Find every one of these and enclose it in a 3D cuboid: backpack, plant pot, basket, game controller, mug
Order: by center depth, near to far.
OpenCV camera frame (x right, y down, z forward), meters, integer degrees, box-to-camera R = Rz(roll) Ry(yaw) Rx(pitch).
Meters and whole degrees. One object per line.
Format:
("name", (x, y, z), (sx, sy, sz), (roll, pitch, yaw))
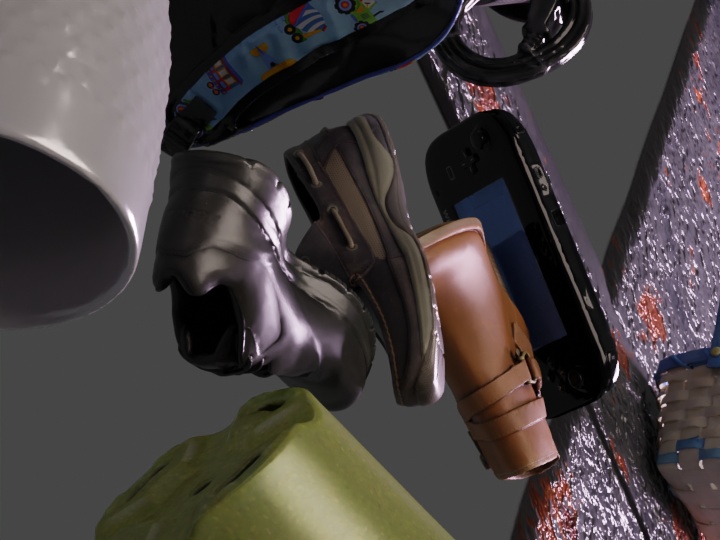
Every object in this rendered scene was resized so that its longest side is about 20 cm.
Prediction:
("mug", (-0.154, -0.074, 1.128), (0.200, 0.147, 0.176), (105, -6, -56))
("plant pot", (-0.024, 0.163, 1.219), (0.184, 0.200, 0.200), (53, 26, -12))
("backpack", (-0.043, -0.179, 1.392), (0.183, 0.199, 0.135), (61, 24, -23))
("game controller", (0.103, -0.003, 1.729), (0.042, 0.104, 0.201), (-17, 83, -41))
("basket", (0.313, 0.111, 2.095), (0.176, 0.139, 0.201), (51, 39, -39))

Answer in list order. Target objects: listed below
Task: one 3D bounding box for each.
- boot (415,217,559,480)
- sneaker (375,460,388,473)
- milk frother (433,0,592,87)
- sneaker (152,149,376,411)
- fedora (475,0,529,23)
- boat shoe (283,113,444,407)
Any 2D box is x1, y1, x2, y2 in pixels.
("boot", (0.070, 0.053, 1.639), (0.200, 0.073, 0.155), (11, 58, -69))
("sneaker", (-0.008, 0.141, 1.379), (0.200, 0.084, 0.075), (34, 43, -57))
("milk frother", (0.032, -0.211, 1.556), (0.188, 0.199, 0.181), (60, 32, -72))
("sneaker", (-0.058, 0.024, 1.388), (0.200, 0.076, 0.091), (53, 47, -46))
("fedora", (0.087, -0.265, 1.874), (0.090, 0.177, 0.201), (-18, 90, -39))
("boat shoe", (0.000, 0.000, 1.512), (0.075, 0.073, 0.200), (77, -2, -49))
